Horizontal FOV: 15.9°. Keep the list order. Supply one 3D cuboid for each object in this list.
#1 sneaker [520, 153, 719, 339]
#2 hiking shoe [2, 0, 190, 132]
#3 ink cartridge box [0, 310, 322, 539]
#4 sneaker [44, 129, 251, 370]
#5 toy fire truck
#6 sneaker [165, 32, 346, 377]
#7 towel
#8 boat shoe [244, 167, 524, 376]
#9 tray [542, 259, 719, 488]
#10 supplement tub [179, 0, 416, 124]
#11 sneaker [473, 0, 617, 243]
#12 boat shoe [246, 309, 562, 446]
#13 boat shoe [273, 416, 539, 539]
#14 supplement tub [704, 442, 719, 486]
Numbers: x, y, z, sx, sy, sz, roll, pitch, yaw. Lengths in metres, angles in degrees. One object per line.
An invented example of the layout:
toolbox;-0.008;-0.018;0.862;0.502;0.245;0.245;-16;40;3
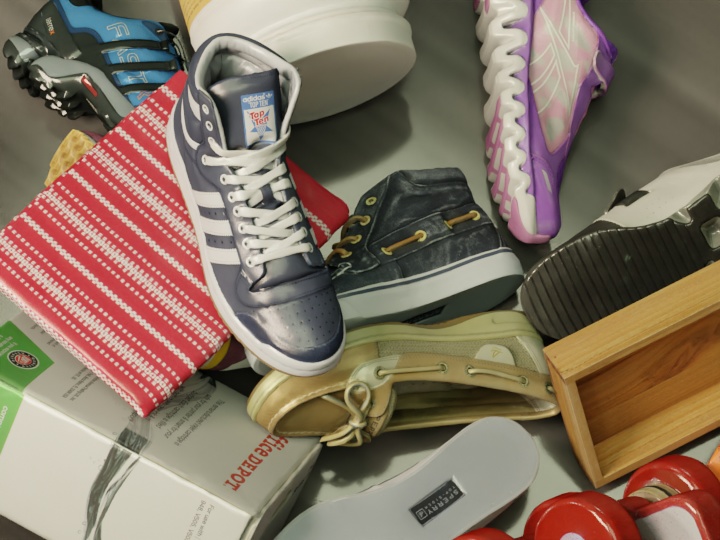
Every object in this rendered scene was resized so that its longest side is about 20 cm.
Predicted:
sneaker;0.188;-0.019;1.615;0.199;0.089;0.075;-25;107;-3
hiking shoe;-0.131;-0.116;1.641;0.199;0.074;0.087;33;78;9
ink cartridge box;-0.140;0.109;1.535;0.199;0.147;0.084;28;110;8
sneaker;-0.123;-0.010;1.619;0.075;0.090;0.200;-54;56;28
toy fire truck;0.148;0.210;1.496;0.112;0.199;0.169;-16;83;-47
sneaker;-0.056;-0.043;1.492;0.070;0.109;0.201;-14;64;-23
towel;-0.116;-0.019;1.541;0.144;0.023;0.200;39;58;10
boat shoe;0.000;0.000;1.594;0.199;0.071;0.091;-17;66;-32
tray;0.215;0.047;1.583;0.199;0.099;0.037;-25;41;-6
supplement tub;-0.052;-0.207;1.630;0.144;0.145;0.201;-17;75;-5
sneaker;0.123;-0.116;1.642;0.088;0.081;0.202;0;73;-8
boat shoe;0.029;0.074;1.563;0.199;0.073;0.063;-8;58;-29
boat shoe;0.015;0.160;1.557;0.201;0.086;0.075;-33;77;-26
supplement tub;0.294;0.165;1.537;0.199;0.123;0.123;31;77;8
